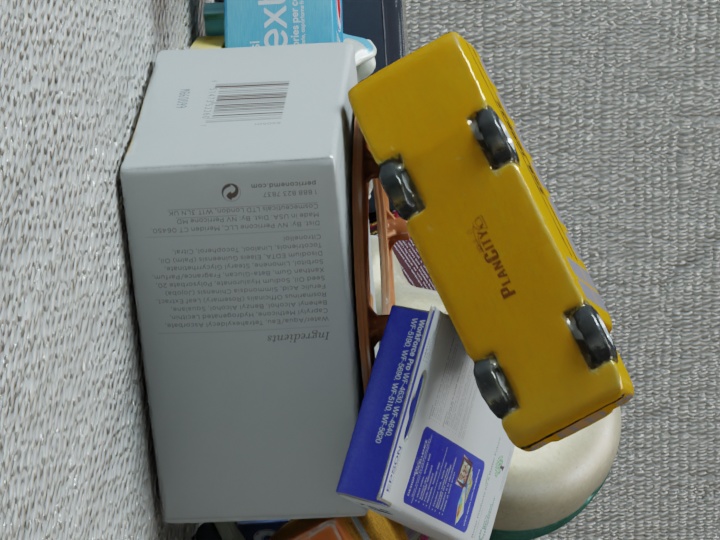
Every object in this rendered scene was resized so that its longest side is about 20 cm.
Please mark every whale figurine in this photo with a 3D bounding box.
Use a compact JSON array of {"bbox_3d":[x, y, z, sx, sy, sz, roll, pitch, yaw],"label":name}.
[{"bbox_3d":[0.052,0.071,1.623,0.159,0.200,0.104,-45,164,-27],"label":"whale figurine"}]

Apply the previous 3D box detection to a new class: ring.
[{"bbox_3d":[0.013,0.003,1.487,0.200,0.019,0.201,-3,90,-85],"label":"ring"}]

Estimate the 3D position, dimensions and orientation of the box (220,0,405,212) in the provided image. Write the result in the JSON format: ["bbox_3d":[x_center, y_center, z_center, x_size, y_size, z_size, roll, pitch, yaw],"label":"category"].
[{"bbox_3d":[-0.028,-0.159,1.836,0.182,0.104,0.201,-83,170,-68],"label":"box"}]

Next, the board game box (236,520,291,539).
[{"bbox_3d":[-0.051,0.125,1.857,0.136,0.034,0.200,82,7,-48],"label":"board game box"}]

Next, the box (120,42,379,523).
[{"bbox_3d":[-0.051,0.005,1.454,0.152,0.106,0.201,-83,170,-64],"label":"box"}]

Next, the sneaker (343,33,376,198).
[{"bbox_3d":[-0.027,-0.048,1.698,0.077,0.080,0.201,77,12,-80],"label":"sneaker"}]

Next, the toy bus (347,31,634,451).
[{"bbox_3d":[0.064,-0.013,1.378,0.200,0.065,0.078,64,10,14],"label":"toy bus"}]

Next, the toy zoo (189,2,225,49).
[{"bbox_3d":[-0.081,-0.053,1.645,0.131,0.020,0.201,-44,131,-84],"label":"toy zoo"}]

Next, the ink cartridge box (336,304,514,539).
[{"bbox_3d":[0.035,0.078,1.429,0.200,0.039,0.100,40,66,-69],"label":"ink cartridge box"}]

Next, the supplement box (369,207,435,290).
[{"bbox_3d":[0.000,0.000,1.827,0.061,0.109,0.200,56,27,-18],"label":"supplement box"}]

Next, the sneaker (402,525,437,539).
[{"bbox_3d":[0.045,0.214,1.670,0.081,0.088,0.200,-67,144,-59],"label":"sneaker"}]

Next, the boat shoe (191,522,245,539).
[{"bbox_3d":[-0.057,0.226,1.520,0.200,0.062,0.075,67,10,18],"label":"boat shoe"}]

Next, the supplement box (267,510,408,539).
[{"bbox_3d":[-0.015,0.161,1.528,0.069,0.066,0.200,60,7,-1],"label":"supplement box"}]

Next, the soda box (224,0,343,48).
[{"bbox_3d":[-0.042,-0.115,1.628,0.068,0.064,0.201,68,20,-77],"label":"soda box"}]
